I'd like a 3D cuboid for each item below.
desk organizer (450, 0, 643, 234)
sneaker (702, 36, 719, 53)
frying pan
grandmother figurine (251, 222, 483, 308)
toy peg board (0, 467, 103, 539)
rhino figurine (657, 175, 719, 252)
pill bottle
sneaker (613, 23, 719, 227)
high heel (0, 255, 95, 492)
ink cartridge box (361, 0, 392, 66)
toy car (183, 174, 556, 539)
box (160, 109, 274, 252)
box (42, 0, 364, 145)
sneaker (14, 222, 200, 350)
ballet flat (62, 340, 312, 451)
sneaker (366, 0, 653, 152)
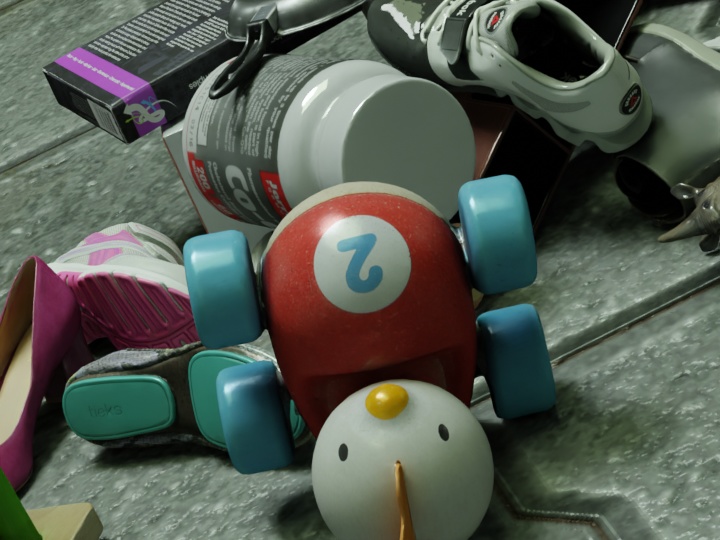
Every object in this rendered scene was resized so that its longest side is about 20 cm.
[{"bbox_3d":[0.106,-0.123,1.412,0.077,0.072,0.201,14,75,48],"label":"desk organizer"},{"bbox_3d":[0.301,-0.142,1.381,0.199,0.071,0.080,5,34,47],"label":"sneaker"},{"bbox_3d":[-0.064,-0.165,1.421,0.190,0.031,0.114,-34,25,-34],"label":"frying pan"},{"bbox_3d":[0.000,0.000,1.392,0.199,0.061,0.121,-4,11,43],"label":"grandmother figurine"},{"bbox_3d":[-0.282,0.182,1.223,0.198,0.098,0.200,-10,30,27],"label":"toy peg board"},{"bbox_3d":[0.257,-0.064,1.275,0.199,0.060,0.087,-31,9,-12],"label":"rhino figurine"},{"bbox_3d":[-0.021,-0.077,1.362,0.114,0.114,0.200,-35,23,-22],"label":"pill bottle"},{"bbox_3d":[0.182,-0.096,1.390,0.106,0.075,0.200,-33,27,-17],"label":"sneaker"},{"bbox_3d":[-0.241,0.080,1.393,0.067,0.097,0.200,-9,29,28],"label":"high heel"},{"bbox_3d":[0.086,-0.232,1.598,0.145,0.084,0.200,-22,25,19],"label":"ink cartridge box"},{"bbox_3d":[0.016,0.073,1.118,0.183,0.178,0.201,-11,38,0],"label":"toy car"},{"bbox_3d":[-0.083,-0.097,1.571,0.097,0.125,0.200,-24,24,1],"label":"box"},{"bbox_3d":[-0.112,-0.163,1.535,0.199,0.036,0.143,-32,27,-16],"label":"box"},{"bbox_3d":[-0.152,0.007,1.478,0.088,0.082,0.199,-41,30,-29],"label":"sneaker"},{"bbox_3d":[-0.092,0.072,1.320,0.199,0.072,0.072,-3,32,37],"label":"ballet flat"},{"bbox_3d":[0.086,-0.146,1.334,0.199,0.089,0.074,23,73,26],"label":"sneaker"}]
